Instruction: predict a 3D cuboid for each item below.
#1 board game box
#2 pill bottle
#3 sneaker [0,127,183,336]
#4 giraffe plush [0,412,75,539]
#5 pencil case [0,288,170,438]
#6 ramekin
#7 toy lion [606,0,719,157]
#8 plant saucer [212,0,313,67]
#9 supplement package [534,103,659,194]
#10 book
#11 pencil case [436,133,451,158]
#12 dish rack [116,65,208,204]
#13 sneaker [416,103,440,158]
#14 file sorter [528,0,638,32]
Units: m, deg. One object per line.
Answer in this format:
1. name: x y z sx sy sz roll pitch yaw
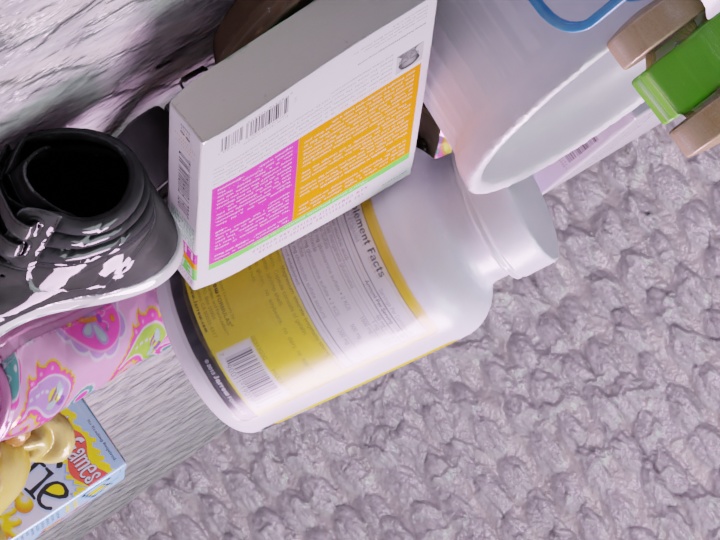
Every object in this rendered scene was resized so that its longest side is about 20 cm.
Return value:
1. board game box: -0.276 0.156 2.117 0.200 0.103 0.105 -34 175 -10
2. pill bottle: 0.000 0.000 1.606 0.200 0.112 0.112 -25 178 15
3. sneaker: -0.183 -0.010 1.404 0.200 0.071 0.099 -20 150 -9
4. giraffe plush: -0.264 0.137 1.845 0.172 0.200 0.162 -25 141 -47
5. pencil case: -0.170 0.033 1.644 0.087 0.088 0.200 -38 175 34
6. ramekin: 0.108 -0.136 1.491 0.200 0.098 0.200 -34 171 -7
7. toy lion: 0.204 -0.132 1.373 0.200 0.069 0.192 -38 179 25
8. plant saucer: 0.005 -0.147 1.448 0.200 0.029 0.200 -36 173 -5
9. supplement package: 0.179 -0.157 2.068 0.200 0.120 0.121 -31 174 -43
10. book: -0.032 -0.066 1.446 0.133 0.048 0.200 -35 166 -16
11. pencil case: 0.026 -0.087 1.956 0.200 0.088 0.087 -36 175 5
12. dish rack: -0.062 -0.077 1.591 0.200 0.055 0.153 -33 176 -31
13. sneaker: 0.008 -0.064 1.706 0.070 0.076 0.200 8 153 -12
14. file sorter: 0.145 -0.206 1.331 0.200 0.123 0.139 -31 174 -46
